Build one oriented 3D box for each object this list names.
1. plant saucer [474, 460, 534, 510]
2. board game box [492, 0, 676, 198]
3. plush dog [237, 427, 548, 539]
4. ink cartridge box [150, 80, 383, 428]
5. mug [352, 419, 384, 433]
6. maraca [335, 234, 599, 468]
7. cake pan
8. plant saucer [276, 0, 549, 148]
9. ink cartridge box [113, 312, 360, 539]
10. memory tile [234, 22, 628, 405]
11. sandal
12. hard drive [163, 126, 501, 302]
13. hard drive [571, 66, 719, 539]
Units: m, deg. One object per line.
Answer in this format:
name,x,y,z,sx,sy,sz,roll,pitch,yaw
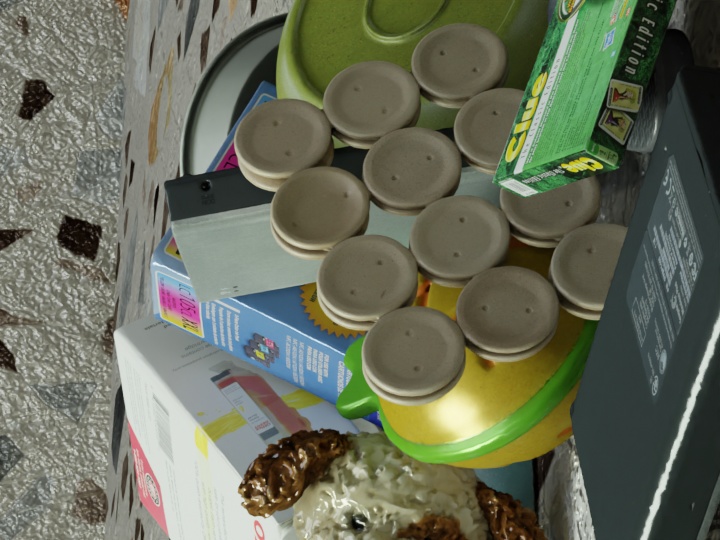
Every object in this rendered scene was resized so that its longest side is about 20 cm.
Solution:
plant saucer,0.057,0.165,1.597,0.200,0.036,0.201,-174,90,-80
board game box,0.121,-0.134,1.291,0.105,0.023,0.201,-12,56,67
plush dog,0.010,0.167,1.476,0.161,0.199,0.173,-94,21,-73
ink cartridge box,0.000,0.000,1.582,0.137,0.199,0.076,-59,-12,-23
mug,-0.025,0.077,1.839,0.176,0.147,0.201,-74,-30,-47
maraca,0.056,0.037,1.419,0.137,0.107,0.200,-52,26,-15
cake pan,-0.014,-0.062,1.704,0.037,0.199,0.201,-11,73,60
plant saucer,0.032,-0.142,1.545,0.031,0.199,0.201,45,-147,-45
ink cartridge box,-0.057,0.127,1.635,0.200,0.083,0.146,47,151,42
memory tile,0.037,-0.030,1.369,0.200,0.153,0.017,58,168,34
sandal,0.131,-0.090,1.359,0.200,0.043,0.077,-136,44,-71
hard drive,0.003,-0.032,1.471,0.140,0.199,0.033,80,179,-73
hard drive,0.137,0.033,1.218,0.140,0.033,0.201,-98,18,-52
